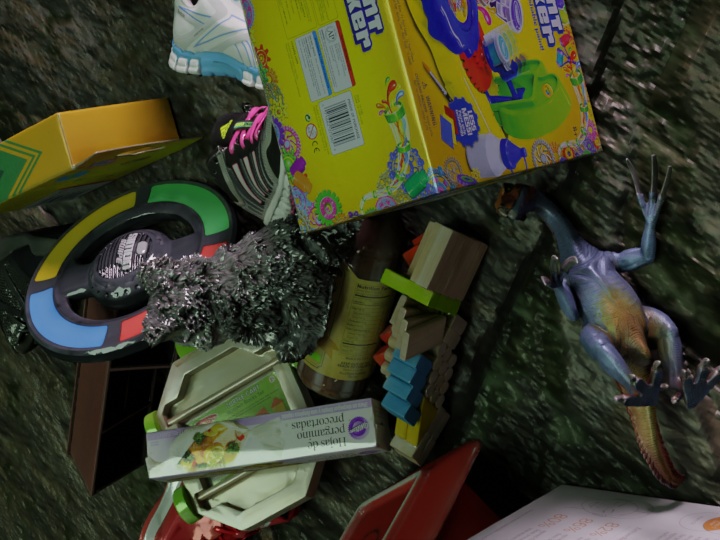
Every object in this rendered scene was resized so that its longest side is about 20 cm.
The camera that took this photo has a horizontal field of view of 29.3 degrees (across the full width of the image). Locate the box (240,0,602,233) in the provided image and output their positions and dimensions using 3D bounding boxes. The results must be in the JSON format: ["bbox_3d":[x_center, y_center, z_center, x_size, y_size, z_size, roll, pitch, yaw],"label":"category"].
[{"bbox_3d":[0.038,-0.148,0.904,0.121,0.192,0.203,-14,92,42],"label":"box"}]

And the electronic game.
[{"bbox_3d":[-0.192,-0.003,1.155,0.198,0.201,0.042,13,144,38],"label":"electronic game"}]

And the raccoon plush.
[{"bbox_3d":[-0.087,-0.015,1.015,0.097,0.132,0.202,-107,30,-49],"label":"raccoon plush"}]

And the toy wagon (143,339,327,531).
[{"bbox_3d":[-0.106,0.111,1.157,0.154,0.040,0.202,-29,72,11],"label":"toy wagon"}]

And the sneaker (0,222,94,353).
[{"bbox_3d":[-0.292,0.015,1.312,0.198,0.076,0.116,-9,97,45],"label":"sneaker"}]

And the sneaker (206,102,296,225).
[{"bbox_3d":[-0.074,-0.095,1.035,0.087,0.074,0.200,28,158,4],"label":"sneaker"}]

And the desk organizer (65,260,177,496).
[{"bbox_3d":[-0.213,0.098,1.248,0.077,0.071,0.202,45,130,53],"label":"desk organizer"}]

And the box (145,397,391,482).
[{"bbox_3d":[-0.075,0.136,1.098,0.197,0.041,0.039,-10,76,16],"label":"box"}]

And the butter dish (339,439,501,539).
[{"bbox_3d":[0.050,0.252,1.009,0.147,0.200,0.200,37,150,-6],"label":"butter dish"}]

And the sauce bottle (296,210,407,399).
[{"bbox_3d":[0.000,0.000,1.061,0.064,0.064,0.202,30,117,32],"label":"sauce bottle"}]

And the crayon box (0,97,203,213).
[{"bbox_3d":[-0.248,-0.103,1.209,0.199,0.126,0.051,-17,90,41],"label":"crayon box"}]

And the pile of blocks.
[{"bbox_3d":[0.033,0.050,1.031,0.062,0.082,0.203,25,117,33],"label":"pile of blocks"}]

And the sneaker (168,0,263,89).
[{"bbox_3d":[-0.082,-0.193,1.069,0.198,0.075,0.088,13,118,37],"label":"sneaker"}]

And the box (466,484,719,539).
[{"bbox_3d":[0.179,0.224,0.900,0.198,0.151,0.108,2,102,41],"label":"box"}]

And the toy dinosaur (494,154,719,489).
[{"bbox_3d":[0.150,0.025,0.926,0.182,0.104,0.202,50,144,46],"label":"toy dinosaur"}]

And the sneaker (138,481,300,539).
[{"bbox_3d":[-0.122,0.228,1.191,0.114,0.078,0.203,14,93,34],"label":"sneaker"}]
